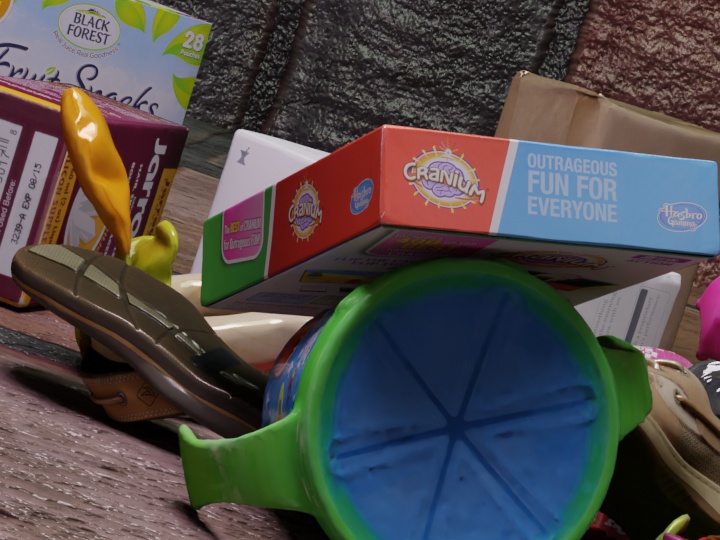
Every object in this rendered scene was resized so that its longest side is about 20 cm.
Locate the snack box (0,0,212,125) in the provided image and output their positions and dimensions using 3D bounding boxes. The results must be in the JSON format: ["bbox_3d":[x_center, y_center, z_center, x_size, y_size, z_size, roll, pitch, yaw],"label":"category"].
[{"bbox_3d":[-0.207,-0.104,1.756,0.199,0.170,0.068,13,6,-45],"label":"snack box"}]

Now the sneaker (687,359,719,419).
[{"bbox_3d":[0.237,0.118,1.495,0.200,0.075,0.085,39,-13,-16],"label":"sneaker"}]

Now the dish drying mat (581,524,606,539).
[{"bbox_3d":[0.016,0.095,1.330,0.199,0.018,0.077,22,8,25],"label":"dish drying mat"}]

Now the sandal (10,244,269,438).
[{"bbox_3d":[-0.086,0.052,1.276,0.200,0.055,0.082,35,16,14],"label":"sandal"}]

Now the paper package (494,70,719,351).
[{"bbox_3d":[0.179,-0.035,2.155,0.103,0.201,0.190,23,8,42],"label":"paper package"}]

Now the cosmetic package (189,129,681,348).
[{"bbox_3d":[0.039,0.015,1.630,0.199,0.124,0.199,14,7,-45],"label":"cosmetic package"}]

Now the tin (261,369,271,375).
[{"bbox_3d":[-0.043,0.050,1.480,0.199,0.042,0.112,24,4,40],"label":"tin"}]

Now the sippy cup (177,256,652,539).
[{"bbox_3d":[0.021,0.062,1.153,0.177,0.140,0.130,26,-7,-17],"label":"sippy cup"}]

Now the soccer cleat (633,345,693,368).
[{"bbox_3d":[0.116,0.052,1.513,0.199,0.070,0.086,11,31,-48],"label":"soccer cleat"}]

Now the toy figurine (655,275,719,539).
[{"bbox_3d":[0.187,0.078,1.191,0.150,0.185,0.200,21,6,30],"label":"toy figurine"}]

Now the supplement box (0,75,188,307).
[{"bbox_3d":[-0.179,-0.046,1.585,0.085,0.111,0.200,19,6,13],"label":"supplement box"}]

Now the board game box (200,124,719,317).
[{"bbox_3d":[0.037,-0.013,1.178,0.152,0.041,0.200,5,-12,-24],"label":"board game box"}]

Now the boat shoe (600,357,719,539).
[{"bbox_3d":[0.126,0.074,1.282,0.071,0.065,0.200,-14,-45,38],"label":"boat shoe"}]

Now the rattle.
[{"bbox_3d":[-0.040,-0.014,1.364,0.199,0.144,0.130,0,-4,21],"label":"rattle"}]

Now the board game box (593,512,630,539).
[{"bbox_3d":[0.162,0.126,1.490,0.102,0.020,0.200,19,6,-6],"label":"board game box"}]
